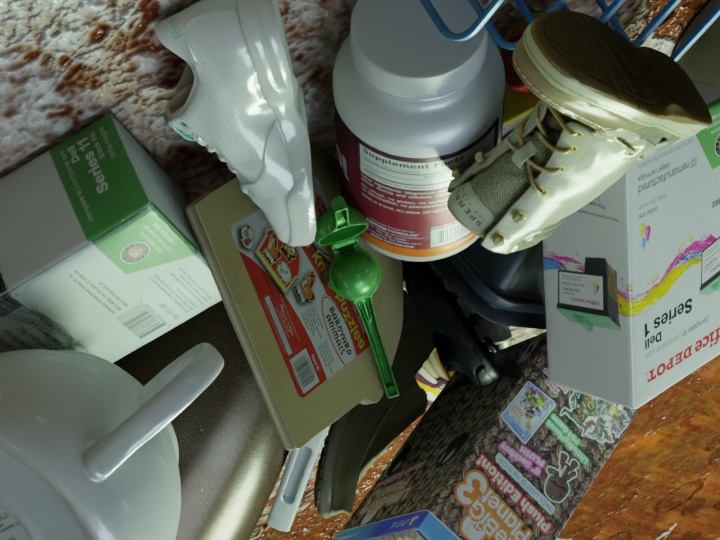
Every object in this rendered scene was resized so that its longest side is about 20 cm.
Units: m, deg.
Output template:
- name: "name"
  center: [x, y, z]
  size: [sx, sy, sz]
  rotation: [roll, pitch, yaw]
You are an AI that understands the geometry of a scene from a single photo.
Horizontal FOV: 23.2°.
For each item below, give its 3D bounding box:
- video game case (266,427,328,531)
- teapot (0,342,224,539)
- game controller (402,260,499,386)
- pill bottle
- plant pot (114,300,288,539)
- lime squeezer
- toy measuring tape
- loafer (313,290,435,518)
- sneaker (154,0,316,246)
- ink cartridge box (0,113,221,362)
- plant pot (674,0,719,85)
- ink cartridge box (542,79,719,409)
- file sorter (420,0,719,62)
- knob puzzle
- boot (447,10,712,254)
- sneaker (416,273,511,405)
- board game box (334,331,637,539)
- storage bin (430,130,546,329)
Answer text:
- name: "video game case"
  center: [-0.019, 0.074, 1.339]
  size: [0.023, 0.201, 0.182]
  rotation: [21, 143, 1]
- name: "teapot"
  center: [-0.184, 0.120, 1.107]
  size: [0.146, 0.199, 0.198]
  rotation: [-49, 148, -45]
- name: "game controller"
  center: [0.066, 0.031, 1.330]
  size: [0.042, 0.105, 0.200]
  rotation: [-26, -176, 1]
- name: "pill bottle"
  center: [0.038, -0.101, 1.152]
  size: [0.112, 0.113, 0.200]
  rotation: [-22, 151, -11]
- name: "plant pot"
  center: [-0.113, 0.086, 1.284]
  size: [0.186, 0.187, 0.200]
  rotation: [15, 116, -52]
- name: "lime squeezer"
  center: [0.000, 0.000, 1.178]
  size: [0.038, 0.071, 0.201]
  rotation: [-30, 140, -14]
- name: "toy measuring tape"
  center: [0.109, -0.135, 1.238]
  size: [0.073, 0.074, 0.200]
  rotation: [-3, 166, -38]
- name: "loafer"
  center: [0.018, 0.110, 1.411]
  size: [0.068, 0.201, 0.076]
  rotation: [21, 162, 1]
- name: "sneaker"
  center: [-0.078, -0.092, 1.109]
  size: [0.088, 0.076, 0.201]
  rotation: [-11, 134, 2]
- name: "ink cartridge box"
  center: [-0.205, 0.007, 1.144]
  size: [0.199, 0.083, 0.147]
  rotation: [-30, 152, 4]
- name: "plant pot"
  center: [0.356, -0.142, 1.347]
  size: [0.199, 0.135, 0.201]
  rotation: [-22, 152, -12]
- name: "ink cartridge box"
  center: [0.205, -0.022, 1.261]
  size: [0.144, 0.084, 0.201]
  rotation: [-26, 121, -39]
- name: "file sorter"
  center: [0.130, -0.207, 1.050]
  size: [0.199, 0.123, 0.139]
  rotation: [1, 141, -43]
- name: "knob puzzle"
  center: [-0.034, 0.004, 1.216]
  size: [0.030, 0.221, 0.219]
  rotation: [-15, 164, 37]
- name: "boot"
  center: [0.110, -0.076, 1.052]
  size: [0.154, 0.072, 0.200]
  rotation: [-36, 158, 25]
- name: "sneaker"
  center: [0.083, 0.080, 1.516]
  size: [0.075, 0.090, 0.200]
  rotation: [-19, 150, -17]
- name: "board game box"
  center: [0.093, 0.164, 1.352]
  size: [0.200, 0.097, 0.159]
  rotation: [-52, -169, -27]
- name: "storage bin"
  center: [0.160, -0.038, 1.356]
  size: [0.199, 0.146, 0.135]
  rotation: [6, 127, -47]
